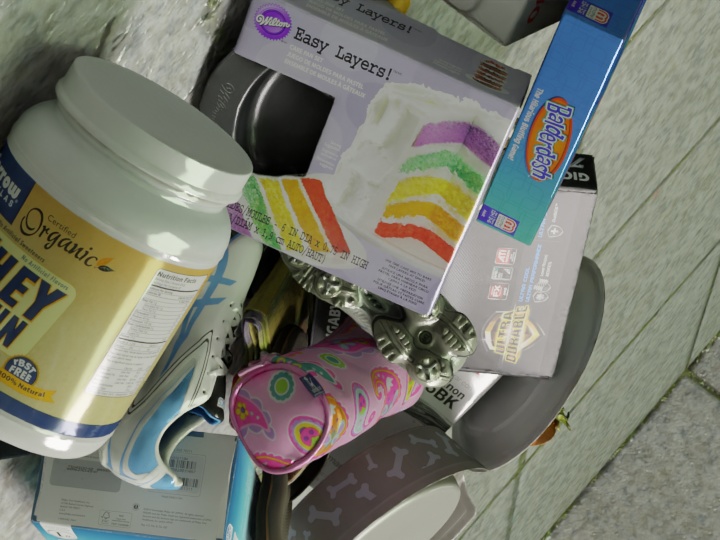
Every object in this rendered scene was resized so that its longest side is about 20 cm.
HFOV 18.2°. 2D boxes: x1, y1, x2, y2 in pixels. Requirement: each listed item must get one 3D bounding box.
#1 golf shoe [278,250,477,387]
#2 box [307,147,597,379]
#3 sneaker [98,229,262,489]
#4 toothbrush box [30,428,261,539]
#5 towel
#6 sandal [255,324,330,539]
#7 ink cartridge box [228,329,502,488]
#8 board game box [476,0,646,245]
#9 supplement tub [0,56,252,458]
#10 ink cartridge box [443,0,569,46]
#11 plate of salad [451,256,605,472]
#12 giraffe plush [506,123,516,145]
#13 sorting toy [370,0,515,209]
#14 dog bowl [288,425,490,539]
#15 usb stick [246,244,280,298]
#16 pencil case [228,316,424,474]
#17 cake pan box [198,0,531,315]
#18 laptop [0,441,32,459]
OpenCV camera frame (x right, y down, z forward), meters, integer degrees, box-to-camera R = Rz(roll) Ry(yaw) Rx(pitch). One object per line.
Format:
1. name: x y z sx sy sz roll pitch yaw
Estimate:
1. golf shoe: 0.000 0.000 1.637 0.078 0.200 0.097 -39 -173 1
2. box: 0.066 -0.009 1.711 0.050 0.196 0.201 -92 -171 -47
3. sneaker: -0.114 0.063 1.592 0.201 0.072 0.072 -63 171 -12
4. toothbrush box: -0.151 0.184 1.692 0.200 0.145 0.086 75 22 -67
5. towel: -0.042 -0.007 1.758 0.144 0.023 0.201 86 28 -62
6. sandal: -0.048 0.142 1.707 0.082 0.054 0.202 79 13 -65
7. ink cartridge box: 0.008 0.083 1.856 0.200 0.146 0.083 -46 -163 20
8. board game box: 0.145 -0.136 1.483 0.201 0.045 0.153 111 6 -49
9. supplement tub: -0.164 -0.009 1.315 0.201 0.144 0.144 -57 162 14
10. ink cartridge box: 0.121 -0.272 1.543 0.200 0.144 0.148 -29 152 -53
11. plate of salad: 0.144 0.080 1.855 0.200 0.048 0.201 -49 -158 28
12. giraffe plush: 0.101 -0.060 1.933 0.162 0.171 0.202 -66 176 -69
13. sorting toy: 0.045 -0.111 1.600 0.200 0.180 0.107 -29 151 -54
14. dog bowl: 0.011 0.202 1.804 0.199 0.059 0.201 -32 158 -15
15. usb stick: -0.083 -0.035 1.664 0.056 0.033 0.200 -50 162 -15
16. pencil case: -0.022 0.084 1.637 0.088 0.087 0.200 -59 164 21
17. cake pan box: -0.008 -0.087 1.495 0.052 0.199 0.185 -64 179 -57
18. laptop: -0.202 0.025 1.513 0.201 0.102 0.178 -72 -178 -45
